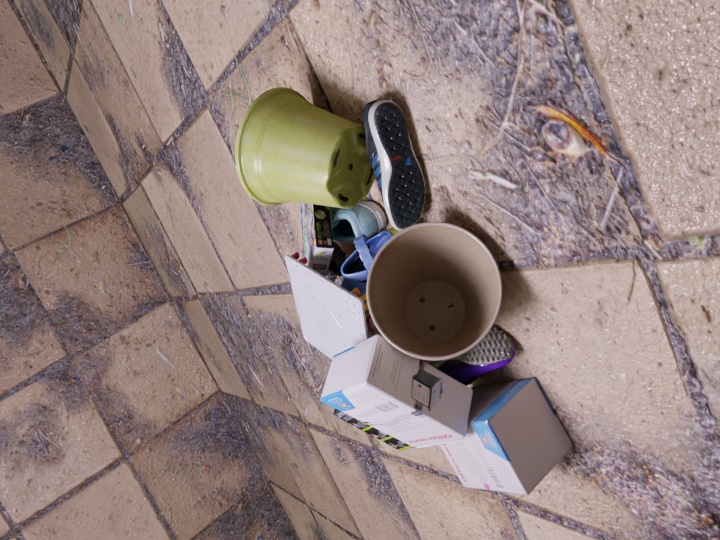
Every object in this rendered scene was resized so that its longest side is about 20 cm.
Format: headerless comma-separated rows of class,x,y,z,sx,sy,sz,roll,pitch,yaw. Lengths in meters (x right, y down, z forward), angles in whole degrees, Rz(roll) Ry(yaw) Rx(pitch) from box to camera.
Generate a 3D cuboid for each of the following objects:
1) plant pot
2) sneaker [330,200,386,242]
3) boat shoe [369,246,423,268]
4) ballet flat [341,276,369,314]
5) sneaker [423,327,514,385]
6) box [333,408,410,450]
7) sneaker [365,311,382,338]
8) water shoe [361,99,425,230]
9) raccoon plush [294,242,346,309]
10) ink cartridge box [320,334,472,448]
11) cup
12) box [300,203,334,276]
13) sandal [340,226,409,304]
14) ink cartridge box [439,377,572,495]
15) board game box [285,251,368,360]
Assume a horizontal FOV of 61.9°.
plant pot,-0.076,-0.189,1.005,0.181,0.200,0.204,20,135,34
sneaker,-0.038,-0.092,1.126,0.198,0.081,0.075,4,120,58
boat shoe,0.046,-0.025,1.060,0.198,0.074,0.075,-18,96,55
ballet flat,0.001,0.069,1.176,0.062,0.204,0.068,-26,140,35
sneaker,0.179,0.153,1.011,0.197,0.071,0.099,-14,135,38
box,0.051,0.330,1.336,0.190,0.048,0.200,27,152,-6
sneaker,0.032,0.118,1.085,0.070,0.092,0.205,13,89,51
water shoe,0.051,-0.166,0.940,0.079,0.070,0.205,-138,34,-64
raccoon plush,-0.088,-0.011,1.239,0.135,0.094,0.204,116,160,-47
ink cartridge box,0.057,0.199,0.956,0.197,0.087,0.146,30,147,-21
cup,0.115,0.048,0.927,0.201,0.200,0.144,47,175,19
box,-0.084,-0.083,1.130,0.111,0.034,0.203,110,158,-48
sandal,0.000,0.000,1.007,0.202,0.085,0.080,-58,47,38
ink cartridge box,0.221,0.274,1.004,0.130,0.124,0.199,59,152,-1
board game box,-0.047,0.084,1.054,0.198,0.026,0.204,29,141,39
